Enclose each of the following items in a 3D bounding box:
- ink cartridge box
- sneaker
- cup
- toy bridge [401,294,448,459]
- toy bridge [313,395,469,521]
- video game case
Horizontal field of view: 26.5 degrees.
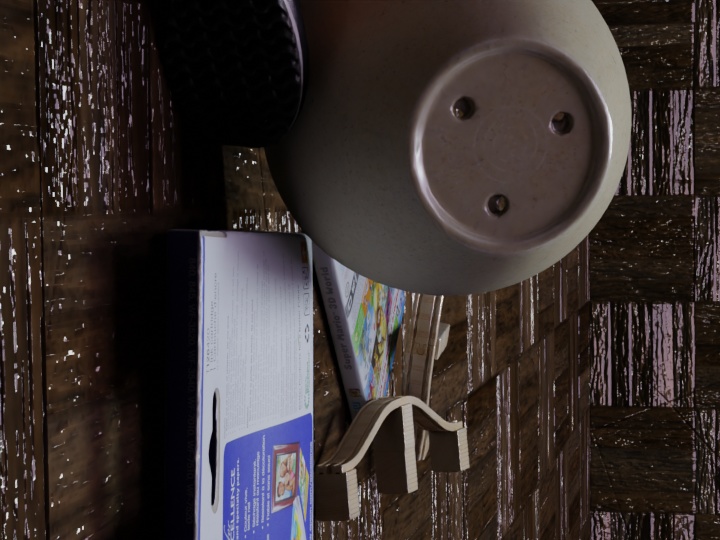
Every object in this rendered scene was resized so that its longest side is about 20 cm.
[{"bbox_3d":[-0.066,0.079,0.759,0.200,0.047,0.200,-1,92,-75],"label":"ink cartridge box"},{"bbox_3d":[-0.059,-0.157,0.729,0.090,0.069,0.201,-70,154,-47],"label":"sneaker"},{"bbox_3d":[0.057,-0.072,0.771,0.143,0.198,0.202,-131,-144,-73],"label":"cup"},{"bbox_3d":[0.050,0.053,1.161,0.067,0.027,0.202,-40,139,-78],"label":"toy bridge"},{"bbox_3d":[0.025,0.122,1.071,0.200,0.027,0.068,-9,94,-62],"label":"toy bridge"},{"bbox_3d":[0.000,0.000,1.082,0.144,0.018,0.201,-77,161,-45],"label":"video game case"}]
